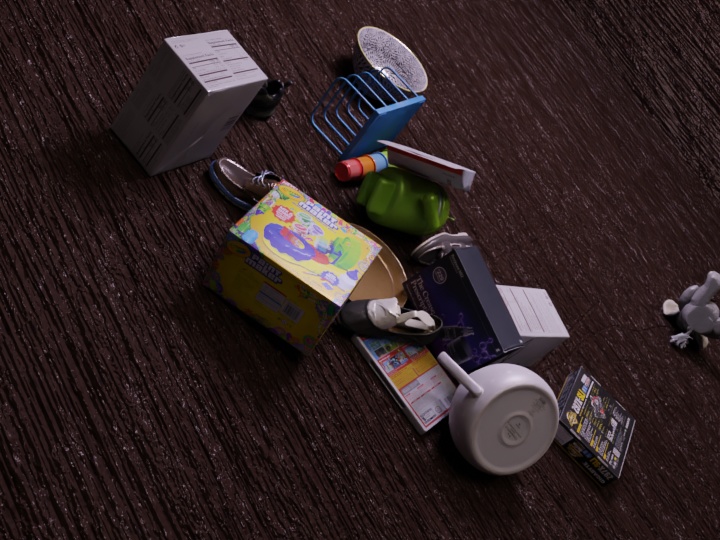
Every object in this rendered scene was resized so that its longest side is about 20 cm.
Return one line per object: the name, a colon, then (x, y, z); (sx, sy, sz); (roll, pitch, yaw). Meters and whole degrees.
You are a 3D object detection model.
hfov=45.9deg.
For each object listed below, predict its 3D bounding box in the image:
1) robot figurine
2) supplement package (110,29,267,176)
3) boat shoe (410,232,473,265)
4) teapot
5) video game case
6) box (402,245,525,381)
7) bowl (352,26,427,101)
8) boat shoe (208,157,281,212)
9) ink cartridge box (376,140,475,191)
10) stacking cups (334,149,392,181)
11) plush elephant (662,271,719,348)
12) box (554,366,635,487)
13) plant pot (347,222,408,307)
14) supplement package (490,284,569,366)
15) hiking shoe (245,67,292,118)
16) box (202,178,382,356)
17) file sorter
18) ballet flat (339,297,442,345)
robot figurine: (0.091, -0.133, 1.674); (0.200, 0.116, 0.175); (15, 15, -35)
supplement package: (-0.277, -0.272, 1.373); (0.111, 0.200, 0.156); (50, 36, 5)
boat shoe: (0.177, -0.037, 1.709); (0.200, 0.067, 0.057); (-12, 60, -53)
teapot: (0.222, 0.233, 1.427); (0.197, 0.201, 0.146); (-4, 20, -21)
video game case: (0.084, 0.171, 1.460); (0.200, 0.017, 0.143); (54, 37, 10)
box: (0.181, 0.077, 1.518); (0.079, 0.141, 0.201); (-7, 68, -51)
bowl: (0.049, -0.455, 1.960); (0.200, 0.094, 0.201); (26, 40, -24)
boat shoe: (-0.166, -0.134, 1.459); (0.200, 0.072, 0.072); (38, 36, -11)
ink cartridge box: (0.124, -0.197, 1.622); (0.162, 0.050, 0.200); (22, 13, 15)
stacking cups: (0.028, -0.211, 1.739); (0.200, 0.061, 0.061); (-23, 73, -50)
plush elephant: (0.872, 0.114, 2.188); (0.165, 0.200, 0.155); (48, 13, 1)
box: (0.454, 0.303, 1.672); (0.160, 0.049, 0.200); (43, 36, 1)
plant pot: (0.000, 0.000, 1.534); (0.200, 0.027, 0.200); (26, 40, -24)
supplement package: (0.281, 0.108, 1.629); (0.200, 0.117, 0.118); (5, 52, -41)
hiking shoe: (-0.224, -0.344, 1.578); (0.200, 0.101, 0.076); (-4, 58, -46)
box: (-0.104, -0.009, 1.338); (0.200, 0.122, 0.193); (34, 36, 0)
file sorter: (0.014, -0.335, 1.776); (0.123, 0.139, 0.200); (48, 36, 9)
ballet flat: (0.059, 0.079, 1.448); (0.200, 0.068, 0.068); (13, 56, -36)
